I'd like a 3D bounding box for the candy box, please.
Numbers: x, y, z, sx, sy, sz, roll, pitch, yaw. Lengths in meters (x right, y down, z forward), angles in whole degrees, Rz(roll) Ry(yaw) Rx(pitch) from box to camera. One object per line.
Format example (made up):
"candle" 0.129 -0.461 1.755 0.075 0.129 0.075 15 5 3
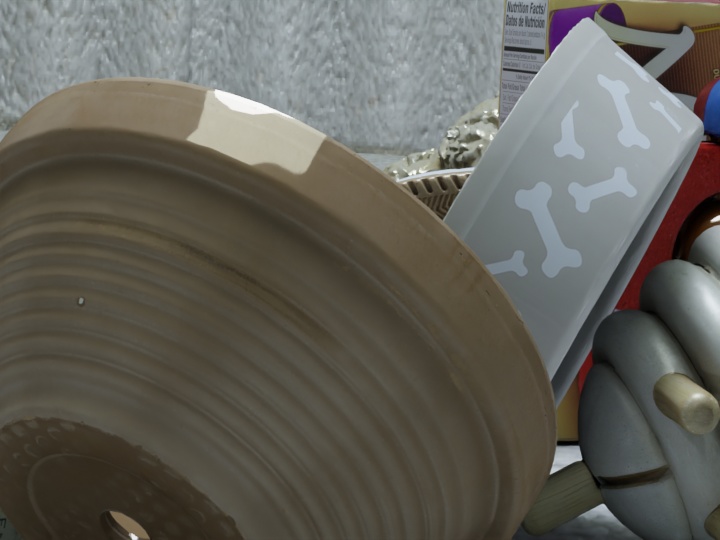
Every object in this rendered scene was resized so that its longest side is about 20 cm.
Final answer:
"candy box" 0.122 -0.025 1.305 0.116 0.201 0.056 1 7 -22

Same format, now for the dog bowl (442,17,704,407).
"dog bowl" 0.058 0.010 1.032 0.058 0.201 0.200 29 10 6

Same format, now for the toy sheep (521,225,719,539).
"toy sheep" 0.146 0.045 1.020 0.199 0.139 0.138 -20 9 -6

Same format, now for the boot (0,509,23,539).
"boot" -0.126 0.025 1.031 0.154 0.072 0.200 1 40 -33

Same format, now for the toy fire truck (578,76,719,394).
"toy fire truck" 0.187 0.001 1.239 0.199 0.169 0.112 1 6 -24

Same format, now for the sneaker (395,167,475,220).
"sneaker" 0.000 0.000 1.302 0.199 0.072 0.112 -24 7 14

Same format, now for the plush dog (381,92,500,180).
"plush dog" 0.066 -0.036 1.586 0.171 0.161 0.200 -25 -28 8

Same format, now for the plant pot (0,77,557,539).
"plant pot" -0.049 0.046 0.865 0.200 0.201 0.093 7 48 34
